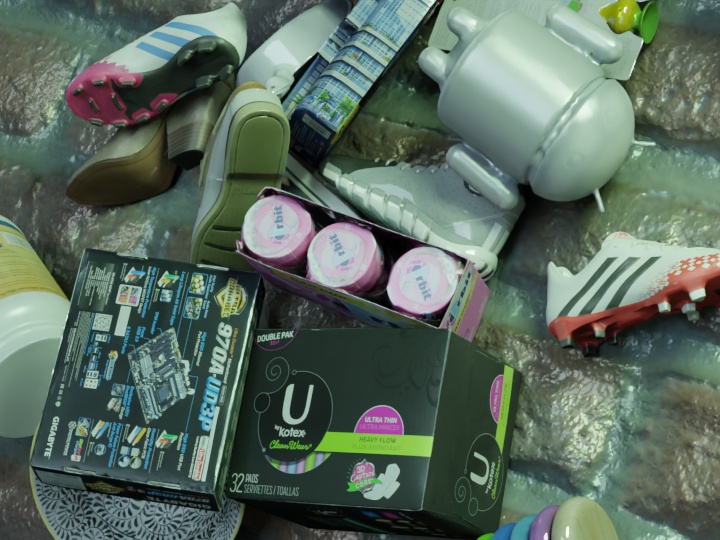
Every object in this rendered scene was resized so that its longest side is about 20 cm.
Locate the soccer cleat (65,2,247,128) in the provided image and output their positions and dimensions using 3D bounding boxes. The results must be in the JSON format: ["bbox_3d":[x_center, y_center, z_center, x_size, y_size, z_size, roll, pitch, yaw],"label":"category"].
[{"bbox_3d":[-0.190,-0.197,1.732,0.198,0.070,0.087,-16,38,26],"label":"soccer cleat"}]

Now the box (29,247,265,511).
[{"bbox_3d":[-0.175,0.088,1.506,0.157,0.046,0.202,7,66,6],"label":"box"}]

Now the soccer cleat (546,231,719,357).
[{"bbox_3d":[0.231,0.002,1.421,0.199,0.068,0.086,-22,64,32],"label":"soccer cleat"}]

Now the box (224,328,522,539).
[{"bbox_3d":[0.012,0.134,1.484,0.198,0.124,0.150,-2,70,36],"label":"box"}]

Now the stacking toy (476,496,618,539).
[{"bbox_3d":[0.101,0.236,1.411,0.199,0.085,0.086,-18,62,33],"label":"stacking toy"}]

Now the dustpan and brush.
[{"bbox_3d":[-0.070,-0.187,1.662,0.139,0.200,0.057,-40,89,17],"label":"dustpan and brush"}]

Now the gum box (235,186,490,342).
[{"bbox_3d":[0.000,0.000,1.513,0.198,0.114,0.067,20,81,18],"label":"gum box"}]

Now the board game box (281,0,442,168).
[{"bbox_3d":[0.006,-0.200,1.609,0.061,0.200,0.201,36,81,-2],"label":"board game box"}]

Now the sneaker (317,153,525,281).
[{"bbox_3d":[0.063,-0.080,1.577,0.199,0.075,0.116,32,86,29],"label":"sneaker"}]

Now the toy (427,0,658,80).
[{"bbox_3d":[0.168,-0.224,1.570,0.198,0.047,0.116,13,76,34],"label":"toy"}]

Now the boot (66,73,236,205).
[{"bbox_3d":[-0.206,-0.157,1.800,0.198,0.070,0.148,-15,57,28],"label":"boot"}]

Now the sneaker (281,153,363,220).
[{"bbox_3d":[-0.072,-0.064,1.652,0.079,0.078,0.200,-47,53,2],"label":"sneaker"}]

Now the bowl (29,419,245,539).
[{"bbox_3d":[-0.184,0.170,1.604,0.198,0.094,0.203,4,106,13],"label":"bowl"}]

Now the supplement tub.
[{"bbox_3d":[-0.356,0.052,1.762,0.145,0.144,0.200,-48,51,8],"label":"supplement tub"}]

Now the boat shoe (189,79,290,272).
[{"bbox_3d":[-0.106,-0.071,1.586,0.069,0.074,0.201,-109,34,-52],"label":"boat shoe"}]

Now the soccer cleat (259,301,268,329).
[{"bbox_3d":[-0.156,0.092,1.664,0.199,0.069,0.078,-33,22,31],"label":"soccer cleat"}]

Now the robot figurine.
[{"bbox_3d":[0.143,-0.136,1.487,0.200,0.113,0.170,39,102,14],"label":"robot figurine"}]
